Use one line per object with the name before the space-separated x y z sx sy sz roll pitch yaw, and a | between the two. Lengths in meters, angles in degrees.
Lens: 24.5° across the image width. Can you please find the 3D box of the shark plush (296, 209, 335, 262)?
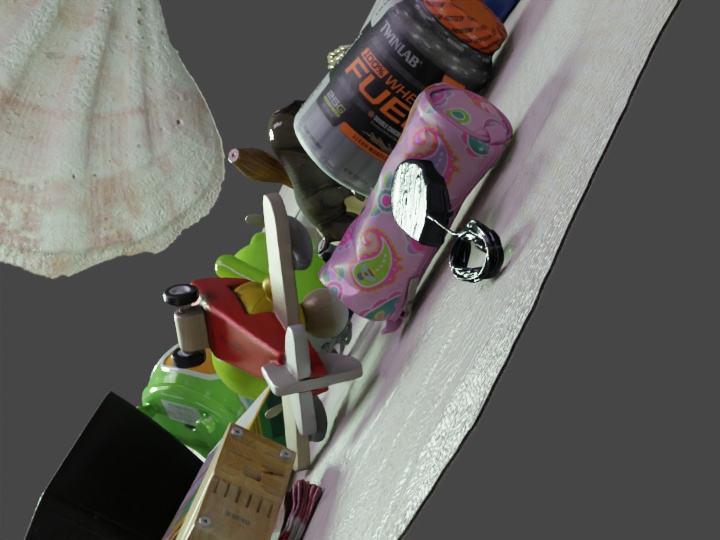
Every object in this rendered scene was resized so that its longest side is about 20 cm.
shark plush | -0.054 -0.062 2.159 0.083 0.090 0.201 74 -152 -53

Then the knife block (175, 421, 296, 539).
knife block | -0.129 0.248 1.368 0.176 0.064 0.200 -60 8 33

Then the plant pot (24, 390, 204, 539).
plant pot | -0.231 0.277 1.657 0.200 0.177 0.201 -67 0 -61

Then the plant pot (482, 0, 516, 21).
plant pot | 0.112 -0.386 1.638 0.200 0.179 0.201 -53 11 56

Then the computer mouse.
computer mouse | 0.066 -0.036 1.177 0.200 0.034 0.059 -132 47 -64

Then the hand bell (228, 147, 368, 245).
hand bell | -0.072 -0.096 1.780 0.104 0.200 0.105 -10 73 36

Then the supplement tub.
supplement tub | 0.039 -0.176 1.561 0.200 0.122 0.123 -50 11 21

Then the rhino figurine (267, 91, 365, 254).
rhino figurine | -0.033 -0.089 1.721 0.087 0.201 0.060 -10 27 26

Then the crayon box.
crayon box | -0.122 0.204 1.564 0.126 0.052 0.200 -49 6 28

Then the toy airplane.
toy airplane | -0.061 0.054 1.422 0.141 0.200 0.200 -22 -16 -35

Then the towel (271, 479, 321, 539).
towel | -0.094 0.273 1.375 0.201 0.023 0.144 -66 7 -20

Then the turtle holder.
turtle holder | -0.178 0.161 2.032 0.140 0.185 0.132 -7 50 42

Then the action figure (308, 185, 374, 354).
action figure | 0.000 0.000 1.523 0.200 0.069 0.130 -57 2 20

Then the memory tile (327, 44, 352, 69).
memory tile | 0.044 -0.227 1.744 0.200 0.152 0.017 -142 49 -83

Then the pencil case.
pencil case | 0.043 -0.049 1.317 0.201 0.087 0.088 -61 7 26

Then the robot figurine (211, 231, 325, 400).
robot figurine | -0.092 0.051 1.738 0.176 0.115 0.201 79 -165 -49
